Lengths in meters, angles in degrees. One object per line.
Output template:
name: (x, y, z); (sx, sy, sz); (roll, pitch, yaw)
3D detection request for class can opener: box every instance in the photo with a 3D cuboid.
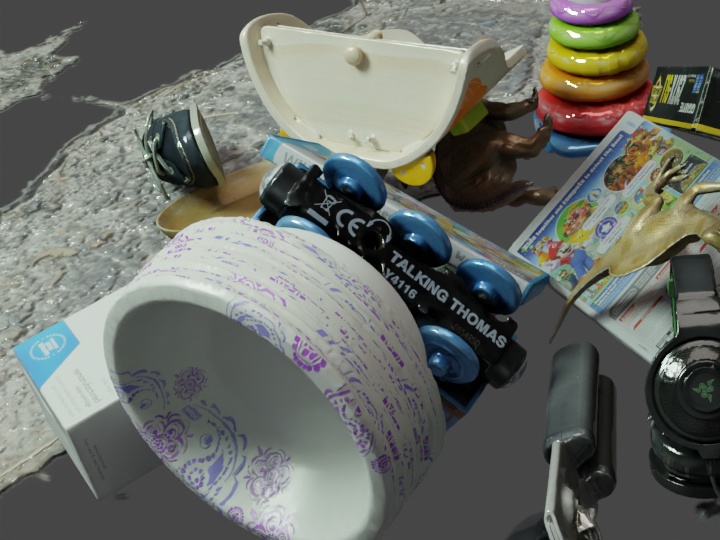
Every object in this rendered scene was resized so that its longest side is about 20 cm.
can opener: (0.114, 0.115, 0.853); (0.066, 0.054, 0.201); (-24, 20, 20)

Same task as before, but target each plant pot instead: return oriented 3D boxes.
plant pot: (-0.066, -0.058, 1.158); (0.197, 0.028, 0.200); (-15, 17, 5)

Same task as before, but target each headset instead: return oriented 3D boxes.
headset: (0.183, 0.087, 0.831); (0.093, 0.124, 0.202); (-5, 56, 10)

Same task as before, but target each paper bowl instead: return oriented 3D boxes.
paper bowl: (-0.042, 0.057, 0.833); (0.199, 0.203, 0.104); (15, 46, 33)

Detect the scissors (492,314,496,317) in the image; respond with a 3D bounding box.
scissors: (0.005, 0.049, 1.024); (0.198, 0.014, 0.073); (-22, 34, -22)

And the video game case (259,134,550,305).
video game case: (0.036, -0.036, 0.995); (0.198, 0.018, 0.143); (30, 8, 9)

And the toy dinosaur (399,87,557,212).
toy dinosaur: (0.084, -0.090, 1.168); (0.133, 0.087, 0.201); (-10, 36, -4)

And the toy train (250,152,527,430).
toy train: (0.012, 0.014, 0.907); (0.199, 0.114, 0.087); (37, 59, 0)

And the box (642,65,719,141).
box: (0.303, -0.108, 1.059); (0.158, 0.050, 0.200); (16, 8, -2)

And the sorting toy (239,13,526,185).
sorting toy: (0.040, -0.152, 1.126); (0.198, 0.108, 0.180); (13, 30, 31)

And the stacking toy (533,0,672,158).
stacking toy: (0.195, -0.202, 1.204); (0.108, 0.202, 0.117); (-8, 32, -1)

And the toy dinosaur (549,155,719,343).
toy dinosaur: (0.189, -0.021, 0.943); (0.101, 0.058, 0.199); (-44, 9, -35)

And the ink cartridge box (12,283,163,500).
ink cartridge box: (-0.118, 0.052, 0.972); (0.198, 0.067, 0.116); (-30, 36, -17)

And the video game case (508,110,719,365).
video game case: (0.206, -0.022, 1.018); (0.144, 0.018, 0.200); (-49, 39, 1)

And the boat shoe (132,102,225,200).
boat shoe: (-0.155, -0.102, 1.212); (0.061, 0.076, 0.200); (-17, 15, -8)

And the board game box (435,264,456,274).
board game box: (0.000, 0.000, 1.061); (0.095, 0.030, 0.200); (-23, 32, -21)
